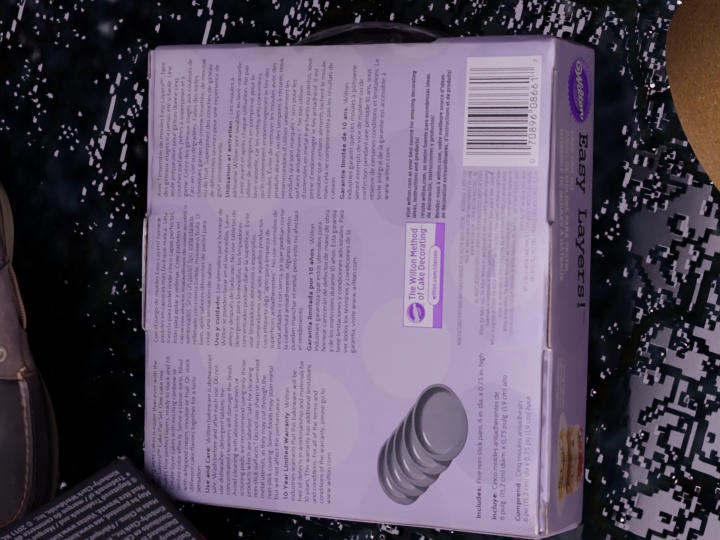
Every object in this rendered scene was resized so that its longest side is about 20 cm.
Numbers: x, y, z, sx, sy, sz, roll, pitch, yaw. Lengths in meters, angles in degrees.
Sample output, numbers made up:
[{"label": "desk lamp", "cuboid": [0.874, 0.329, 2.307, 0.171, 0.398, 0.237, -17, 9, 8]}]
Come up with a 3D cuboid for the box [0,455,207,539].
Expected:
[{"label": "box", "cuboid": [-0.078, 0.194, 0.808, 0.200, 0.106, 0.122, 44, 137, 21]}]

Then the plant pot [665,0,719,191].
[{"label": "plant pot", "cuboid": [0.203, -0.090, 0.658, 0.200, 0.186, 0.187, -27, 77, 38]}]

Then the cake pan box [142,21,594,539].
[{"label": "cake pan box", "cuboid": [0.000, 0.000, 0.821, 0.184, 0.052, 0.201, 0, 90, 26]}]

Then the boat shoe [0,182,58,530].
[{"label": "boat shoe", "cuboid": [-0.176, 0.026, 0.865, 0.074, 0.073, 0.200, -16, 62, -4]}]
